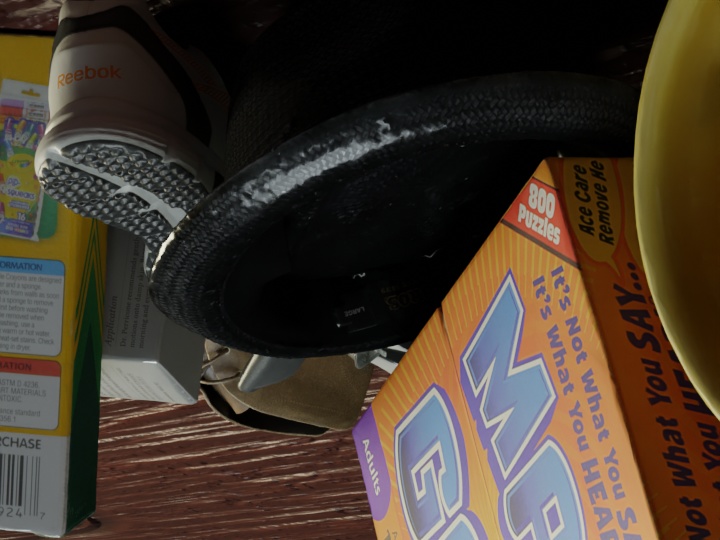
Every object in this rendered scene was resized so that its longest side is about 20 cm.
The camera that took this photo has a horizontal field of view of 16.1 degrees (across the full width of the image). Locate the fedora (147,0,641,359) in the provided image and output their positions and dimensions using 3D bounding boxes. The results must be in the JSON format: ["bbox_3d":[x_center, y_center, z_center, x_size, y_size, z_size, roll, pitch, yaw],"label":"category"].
[{"bbox_3d":[0.009,-0.046,0.902,0.200,0.092,0.201,-13,157,-5],"label":"fedora"}]

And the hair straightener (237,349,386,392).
[{"bbox_3d":[0.000,0.000,1.086,0.041,0.077,0.200,-17,159,-42],"label":"hair straightener"}]

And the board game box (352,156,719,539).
[{"bbox_3d":[0.139,0.095,0.900,0.200,0.200,0.200,-1,150,-23],"label":"board game box"}]

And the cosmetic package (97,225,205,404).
[{"bbox_3d":[-0.169,-0.007,1.119,0.200,0.108,0.085,5,165,10],"label":"cosmetic package"}]

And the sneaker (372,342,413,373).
[{"bbox_3d":[0.059,0.021,1.181,0.200,0.073,0.112,18,162,-30],"label":"sneaker"}]

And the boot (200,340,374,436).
[{"bbox_3d":[-0.072,0.030,1.268,0.200,0.076,0.074,20,161,-34],"label":"boot"}]

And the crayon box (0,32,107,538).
[{"bbox_3d":[-0.169,0.001,1.038,0.126,0.200,0.052,4,-173,9],"label":"crayon box"}]

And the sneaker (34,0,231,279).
[{"bbox_3d":[-0.065,-0.045,1.002,0.074,0.080,0.200,-8,158,14],"label":"sneaker"}]

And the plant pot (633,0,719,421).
[{"bbox_3d":[0.216,-0.030,0.761,0.189,0.201,0.201,1,171,-39],"label":"plant pot"}]
